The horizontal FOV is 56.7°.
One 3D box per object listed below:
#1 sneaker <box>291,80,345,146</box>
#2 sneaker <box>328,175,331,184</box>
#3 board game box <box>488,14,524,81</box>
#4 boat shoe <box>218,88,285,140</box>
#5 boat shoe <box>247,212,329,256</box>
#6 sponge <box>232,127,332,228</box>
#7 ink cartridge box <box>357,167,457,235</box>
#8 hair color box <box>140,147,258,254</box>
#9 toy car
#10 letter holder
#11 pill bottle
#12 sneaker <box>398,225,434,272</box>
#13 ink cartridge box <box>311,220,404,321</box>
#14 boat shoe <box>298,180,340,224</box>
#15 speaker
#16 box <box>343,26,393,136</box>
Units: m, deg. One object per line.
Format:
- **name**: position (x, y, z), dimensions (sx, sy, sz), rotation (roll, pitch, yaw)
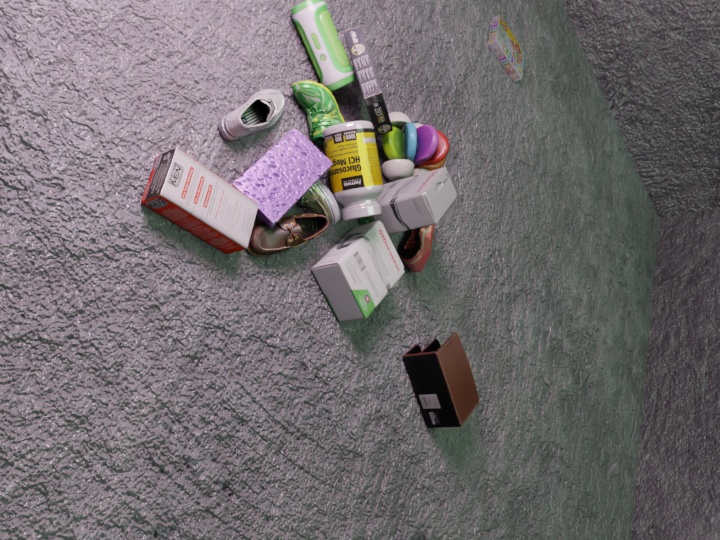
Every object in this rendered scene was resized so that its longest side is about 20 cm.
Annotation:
- **sneaker**: position (-0.083, -0.337, 1.490), dimensions (0.200, 0.074, 0.084), rotation (51, 41, -31)
- **sneaker**: position (0.001, -0.240, 1.579), dimensions (0.108, 0.067, 0.202), rotation (51, 49, -32)
- **board game box**: position (0.530, -0.801, 2.410), dimensions (0.200, 0.034, 0.135), rotation (38, 54, -40)
- **boat shoe**: position (-0.199, -0.317, 1.345), dimensions (0.074, 0.067, 0.200), rotation (60, 42, -22)
- **boat shoe**: position (-0.145, -0.080, 1.353), dimensions (0.200, 0.070, 0.071), rotation (-28, 104, -50)
- **sponge**: position (-0.155, -0.188, 1.334), dimensions (0.112, 0.030, 0.200), rotation (42, 60, -4)
- **ink cartridge box**: position (0.110, -0.159, 1.585), dimensions (0.147, 0.200, 0.083), rotation (-50, 119, -45)
- **hair color box**: position (-0.282, -0.120, 1.196), dimensions (0.200, 0.061, 0.102), rotation (36, 54, -42)
- **toy car**: position (0.145, -0.314, 1.709), dimensions (0.200, 0.150, 0.175), rotation (15, 70, -49)
- **letter holder**: position (0.209, 0.272, 1.682), dimensions (0.142, 0.100, 0.200), rotation (-33, 107, -52)
- **pill bottle**: position (-0.012, -0.213, 1.440), dimensions (0.112, 0.112, 0.200), rotation (-14, 95, -52)
- **sneaker**: position (0.156, -0.081, 1.746), dimensions (0.087, 0.074, 0.200), rotation (60, 44, -43)
- **ink cartridge box**: position (0.000, 0.000, 1.499), dimensions (0.200, 0.084, 0.146), rotation (-46, 117, -47)
- **boat shoe**: position (-0.121, -0.172, 1.418), dimensions (0.062, 0.072, 0.200), rotation (-47, 108, -31)
- **speaker**: position (-0.084, -0.516, 1.528), dimensions (0.088, 0.088, 0.200), rotation (-43, 114, -47)
- **box**: position (0.018, -0.443, 1.572), dimensions (0.161, 0.049, 0.200), rotation (57, 16, -65)
